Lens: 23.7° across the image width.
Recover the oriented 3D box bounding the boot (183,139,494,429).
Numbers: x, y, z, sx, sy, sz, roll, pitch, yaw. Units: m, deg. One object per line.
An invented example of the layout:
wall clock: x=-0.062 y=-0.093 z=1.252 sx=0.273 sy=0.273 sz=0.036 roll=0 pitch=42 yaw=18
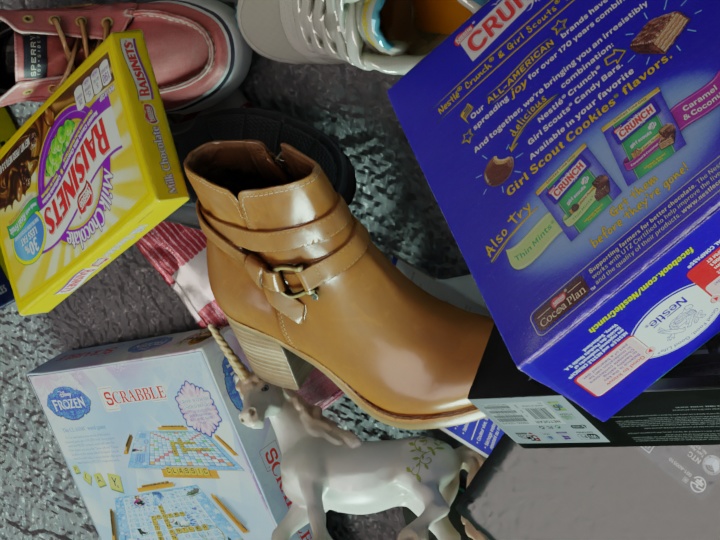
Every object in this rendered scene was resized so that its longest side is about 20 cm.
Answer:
boot: x=0.000 y=0.000 z=0.939 sx=0.198 sy=0.077 sz=0.156 roll=12 pitch=135 yaw=32

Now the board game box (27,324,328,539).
board game box: x=-0.119 y=0.143 z=1.163 sx=0.199 sy=0.041 sz=0.201 roll=-9 pitch=107 yaw=45

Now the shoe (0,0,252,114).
shoe: x=-0.167 y=-0.128 z=1.046 sx=0.198 sy=0.091 sz=0.072 roll=3 pitch=100 yaw=35

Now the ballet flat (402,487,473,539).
ballet flat: x=0.091 y=0.214 z=1.050 sx=0.200 sy=0.068 sz=0.068 roll=47 pitch=124 yaw=7

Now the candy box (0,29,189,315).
candy box: x=-0.168 y=-0.052 z=1.016 sx=0.200 sy=0.026 sz=0.103 roll=-32 pitch=73 yaw=51

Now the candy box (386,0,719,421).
candy box: x=0.120 y=-0.061 z=0.793 sx=0.169 sy=0.077 sz=0.201 roll=-40 pitch=44 yaw=18

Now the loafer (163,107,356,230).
loafer: x=-0.085 y=-0.057 z=1.041 sx=0.198 sy=0.063 sz=0.073 roll=3 pitch=80 yaw=28

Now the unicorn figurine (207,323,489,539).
unicorn figurine: x=-0.009 y=0.127 z=1.041 sx=0.198 sy=0.138 sz=0.074 roll=11 pitch=141 yaw=-7

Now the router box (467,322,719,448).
router box: x=0.161 y=0.004 z=0.822 sx=0.199 sy=0.158 sz=0.052 roll=-6 pitch=142 yaw=45

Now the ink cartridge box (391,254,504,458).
ink cartridge box: x=0.095 y=0.070 z=1.002 sx=0.199 sy=0.037 sz=0.095 roll=29 pitch=125 yaw=18

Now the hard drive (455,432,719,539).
hard drive: x=0.158 y=0.094 z=0.924 sx=0.139 sy=0.033 sz=0.201 roll=38 pitch=108 yaw=17

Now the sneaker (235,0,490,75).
sneaker: x=0.005 y=-0.146 z=0.933 sx=0.198 sy=0.081 sz=0.077 roll=0 pitch=113 yaw=36

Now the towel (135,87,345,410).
towel: x=-0.066 y=-0.005 z=1.087 sx=0.144 sy=0.023 sz=0.201 roll=-39 pitch=87 yaw=39

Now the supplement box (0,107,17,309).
supplement box: x=-0.297 y=-0.059 z=1.164 sx=0.109 sy=0.109 sz=0.201 roll=-23 pitch=98 yaw=40
